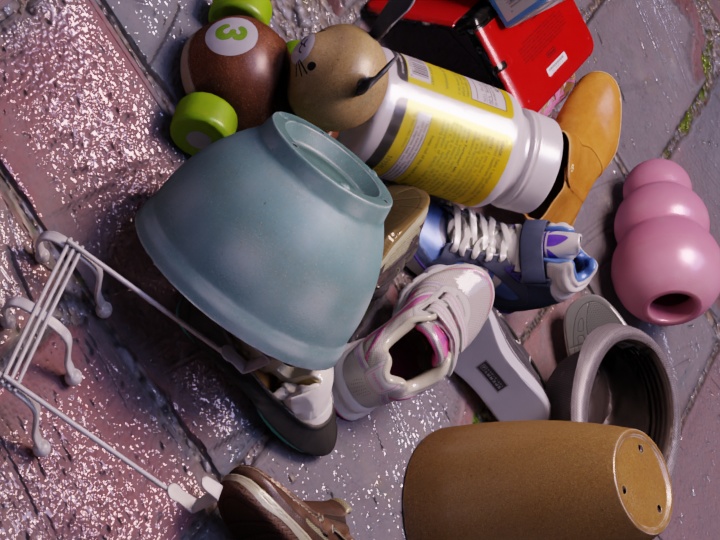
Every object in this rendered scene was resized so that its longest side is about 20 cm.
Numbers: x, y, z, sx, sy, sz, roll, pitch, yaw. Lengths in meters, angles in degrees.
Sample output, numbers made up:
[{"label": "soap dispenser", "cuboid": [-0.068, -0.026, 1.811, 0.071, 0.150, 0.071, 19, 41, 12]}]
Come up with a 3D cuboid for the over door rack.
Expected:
[{"label": "over door rack", "cuboid": [-0.179, 0.080, 1.290, 0.199, 0.067, 0.149, 30, 49, -13]}]

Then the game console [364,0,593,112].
[{"label": "game console", "cuboid": [0.126, -0.246, 1.778, 0.173, 0.118, 0.200, 60, 39, -14]}]

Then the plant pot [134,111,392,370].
[{"label": "plant pot", "cuboid": [-0.058, -0.038, 1.375, 0.200, 0.134, 0.201, 36, 16, -12]}]

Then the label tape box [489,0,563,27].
[{"label": "label tape box", "cuboid": [0.176, -0.339, 1.742, 0.200, 0.063, 0.145, -33, 91, -50]}]

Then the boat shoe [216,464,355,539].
[{"label": "boat shoe", "cuboid": [-0.041, 0.212, 1.402, 0.203, 0.074, 0.075, 55, 52, -34]}]

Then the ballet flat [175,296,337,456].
[{"label": "ballet flat", "cuboid": [-0.069, 0.083, 1.433, 0.200, 0.068, 0.068, 45, 44, -28]}]

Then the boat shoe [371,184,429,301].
[{"label": "boat shoe", "cuboid": [0.000, -0.001, 1.551, 0.201, 0.071, 0.066, -45, 139, -39]}]

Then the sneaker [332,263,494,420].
[{"label": "sneaker", "cuboid": [0.060, 0.061, 1.547, 0.200, 0.088, 0.082, -42, 107, -32]}]

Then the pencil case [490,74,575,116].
[{"label": "pencil case", "cuboid": [0.156, -0.161, 1.796, 0.200, 0.086, 0.083, -55, 136, -49]}]

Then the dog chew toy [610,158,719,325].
[{"label": "dog chew toy", "cuboid": [0.337, -0.040, 1.941, 0.124, 0.124, 0.201, 34, 42, -36]}]

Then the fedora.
[{"label": "fedora", "cuboid": [0.236, 0.153, 1.723, 0.176, 0.090, 0.202, 28, 61, -38]}]

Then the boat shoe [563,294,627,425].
[{"label": "boat shoe", "cuboid": [0.266, 0.121, 1.827, 0.203, 0.074, 0.065, 63, -4, -4]}]

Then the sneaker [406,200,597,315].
[{"label": "sneaker", "cuboid": [0.136, -0.029, 1.666, 0.200, 0.146, 0.081, 34, 49, -36]}]

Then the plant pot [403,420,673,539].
[{"label": "plant pot", "cuboid": [0.173, 0.209, 1.562, 0.186, 0.199, 0.188, 26, 54, -42]}]

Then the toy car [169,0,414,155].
[{"label": "toy car", "cuboid": [-0.039, -0.172, 1.476, 0.158, 0.199, 0.165, 41, 46, -31]}]

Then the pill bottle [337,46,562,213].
[{"label": "pill bottle", "cuboid": [0.082, -0.126, 1.628, 0.198, 0.114, 0.115, 17, 59, -23]}]

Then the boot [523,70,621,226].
[{"label": "boot", "cuboid": [0.219, -0.128, 1.795, 0.144, 0.070, 0.203, 45, 63, -73]}]

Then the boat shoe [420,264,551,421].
[{"label": "boat shoe", "cuboid": [0.120, 0.068, 1.675, 0.200, 0.070, 0.066, 50, 22, -17]}]
